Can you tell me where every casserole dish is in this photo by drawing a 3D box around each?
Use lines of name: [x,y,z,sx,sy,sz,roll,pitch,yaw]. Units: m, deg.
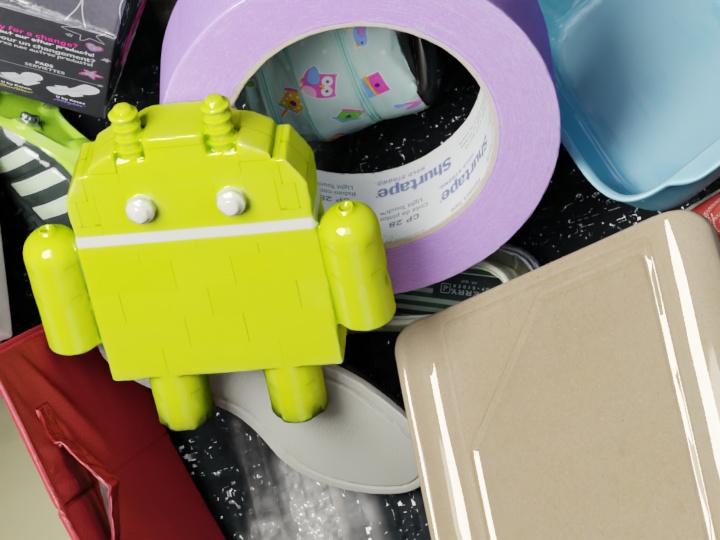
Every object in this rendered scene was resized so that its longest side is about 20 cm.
casserole dish: [0.151,-0.107,1.461,0.121,0.039,0.200,-39,45,11]

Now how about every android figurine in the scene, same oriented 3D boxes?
android figurine: [-0.076,-0.005,1.412,0.181,0.041,0.201,-3,129,8]

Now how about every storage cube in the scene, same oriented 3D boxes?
storage cube: [-0.194,0.137,1.490,0.199,0.180,0.172,-26,92,17]

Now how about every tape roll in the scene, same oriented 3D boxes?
tape roll: [-0.001,-0.084,1.423,0.199,0.066,0.201,-1,127,-2]

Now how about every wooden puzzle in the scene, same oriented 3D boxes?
wooden puzzle: [0.114,0.086,1.406,0.200,0.037,0.186,-23,72,38]

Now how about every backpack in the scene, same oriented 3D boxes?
backpack: [-0.023,-0.171,1.503,0.126,0.167,0.201,-14,98,15]

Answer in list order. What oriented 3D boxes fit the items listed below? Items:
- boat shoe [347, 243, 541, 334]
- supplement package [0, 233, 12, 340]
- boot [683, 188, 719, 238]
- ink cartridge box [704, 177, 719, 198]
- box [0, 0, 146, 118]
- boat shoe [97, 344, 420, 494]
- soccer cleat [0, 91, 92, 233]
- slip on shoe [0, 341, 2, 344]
boat shoe: [0.000,0.000,1.523,0.199,0.062,0.072,2,86,18]
supplement package: [-0.306,-0.005,1.524,0.199,0.120,0.122,-18,69,23]
boot: [0.198,-0.028,1.385,0.200,0.144,0.073,-36,76,6]
ink cartridge box: [0.173,0.059,1.479,0.099,0.039,0.200,35,97,16]
box: [-0.166,-0.205,1.517,0.132,0.115,0.201,15,70,-2]
boat shoe: [-0.047,0.054,1.515,0.199,0.060,0.074,24,124,-10]
soccer cleat: [-0.175,-0.050,1.583,0.200,0.067,0.081,35,119,21]
slip on shoe: [-0.296,0.063,1.612,0.199,0.061,0.074,-13,80,14]
